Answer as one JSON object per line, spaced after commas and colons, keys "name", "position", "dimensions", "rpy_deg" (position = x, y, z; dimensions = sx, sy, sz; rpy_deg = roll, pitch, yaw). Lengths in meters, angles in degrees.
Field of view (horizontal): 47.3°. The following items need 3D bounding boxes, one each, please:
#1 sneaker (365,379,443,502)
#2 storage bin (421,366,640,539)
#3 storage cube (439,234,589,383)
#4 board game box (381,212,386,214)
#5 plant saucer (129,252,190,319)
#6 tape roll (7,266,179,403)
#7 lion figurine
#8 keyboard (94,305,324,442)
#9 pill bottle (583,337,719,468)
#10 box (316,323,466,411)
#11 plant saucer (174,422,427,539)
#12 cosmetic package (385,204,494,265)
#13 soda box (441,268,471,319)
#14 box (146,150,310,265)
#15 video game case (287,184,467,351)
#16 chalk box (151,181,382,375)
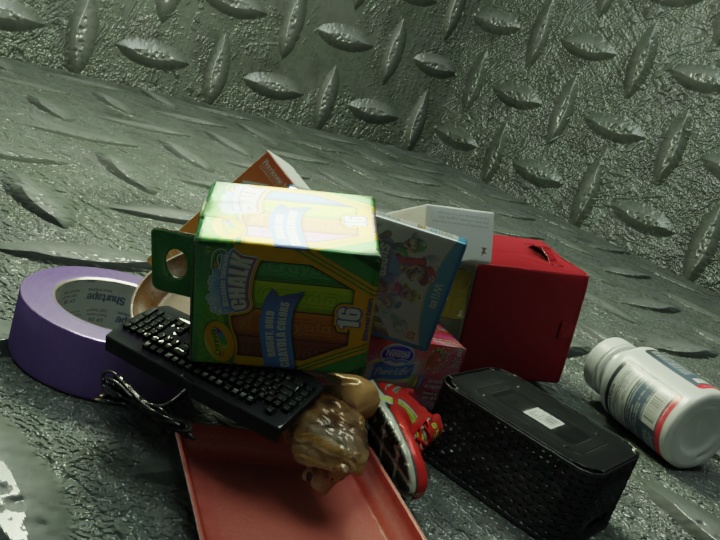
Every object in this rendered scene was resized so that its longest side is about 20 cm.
{"name": "sneaker", "position": [0.048, 0.166, 0.851], "dimensions": [0.085, 0.077, 0.200], "rpy_deg": [6, 18, -12]}
{"name": "storage bin", "position": [0.180, 0.195, 0.897], "dimensions": [0.200, 0.094, 0.135], "rpy_deg": [29, 18, 35]}
{"name": "storage cube", "position": [0.206, 0.053, 1.240], "dimensions": [0.179, 0.201, 0.171], "rpy_deg": [7, 19, -18]}
{"name": "board game box", "position": [-0.066, -0.043, 1.290], "dimensions": [0.200, 0.135, 0.045], "rpy_deg": [16, 13, 27]}
{"name": "plant saucer", "position": [-0.127, 0.041, 0.827], "dimensions": [0.200, 0.035, 0.200], "rpy_deg": [3, 36, -2]}
{"name": "tape roll", "position": [-0.264, 0.064, 0.877], "dimensions": [0.200, 0.066, 0.200], "rpy_deg": [18, 15, -5]}
{"name": "lion figurine", "position": [-0.025, 0.129, 0.773], "dimensions": [0.122, 0.073, 0.200], "rpy_deg": [9, 19, 20]}
{"name": "keyboard", "position": [-0.144, 0.093, 0.712], "dimensions": [0.200, 0.021, 0.127], "rpy_deg": [22, 41, 25]}
{"name": "pill bottle", "position": [0.418, 0.180, 1.182], "dimensions": [0.119, 0.120, 0.200], "rpy_deg": [11, 18, -27]}
{"name": "box", "position": [0.016, 0.104, 1.011], "dimensions": [0.200, 0.096, 0.100], "rpy_deg": [10, 18, -29]}
{"name": "plant saucer", "position": [-0.053, 0.204, 0.696], "dimensions": [0.199, 0.037, 0.200], "rpy_deg": [12, 17, -24]}
{"name": "cosmetic package", "position": [0.099, -0.046, 1.149], "dimensions": [0.101, 0.074, 0.200], "rpy_deg": [6, -4, -18]}
{"name": "soda box", "position": [0.053, 0.017, 1.040], "dimensions": [0.064, 0.068, 0.200], "rpy_deg": [15, 4, 44]}
{"name": "box", "position": [-0.133, -0.026, 0.997], "dimensions": [0.124, 0.200, 0.097], "rpy_deg": [51, 7, 14]}
{"name": "video game case", "position": [0.000, 0.000, 0.904], "dimensions": [0.199, 0.143, 0.018], "rpy_deg": [17, 27, 0]}
{"name": "chalk box", "position": [-0.089, 0.003, 0.736], "dimensions": [0.199, 0.125, 0.124], "rpy_deg": [4, 29, -5]}
